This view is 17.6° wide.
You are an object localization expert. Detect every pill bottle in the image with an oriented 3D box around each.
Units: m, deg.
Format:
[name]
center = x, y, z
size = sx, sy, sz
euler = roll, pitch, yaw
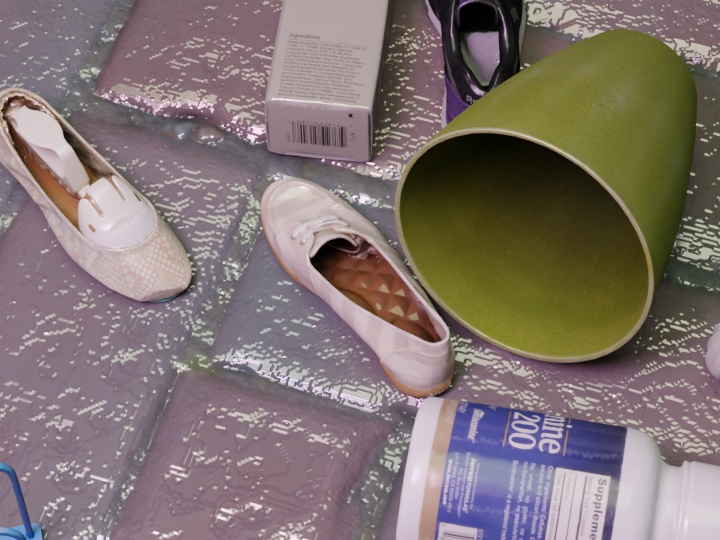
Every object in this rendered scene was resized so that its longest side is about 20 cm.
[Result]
[pill bottle]
center = 0.128, 0.148, 1.464
size = 0.199, 0.111, 0.112
euler = 9, 59, 6

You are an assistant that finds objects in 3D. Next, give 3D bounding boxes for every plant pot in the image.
[plant pot]
center = 0.149, -0.072, 1.580
size = 0.186, 0.188, 0.200
euler = 24, 46, 15

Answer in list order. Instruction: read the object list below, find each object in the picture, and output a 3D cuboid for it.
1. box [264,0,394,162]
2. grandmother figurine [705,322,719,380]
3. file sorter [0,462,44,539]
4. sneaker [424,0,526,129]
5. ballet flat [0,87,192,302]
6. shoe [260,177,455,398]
[box]
center = -0.018, -0.181, 1.696
size = 0.082, 0.069, 0.201
euler = 7, 58, 5
[grandmother figurine]
center = 0.305, 0.101, 1.527
size = 0.121, 0.061, 0.200
euler = -19, 53, -43
[file sorter]
center = -0.255, 0.234, 1.412
size = 0.138, 0.123, 0.201
euler = -10, 58, -6
[sneaker]
center = 0.089, -0.187, 1.687
size = 0.075, 0.088, 0.201
euler = -5, 58, -2
[ballet flat]
center = -0.196, -0.054, 1.624
size = 0.067, 0.062, 0.200
euler = -40, 66, -21
[shoe]
center = 0.000, 0.000, 1.592
size = 0.070, 0.054, 0.200
euler = -33, 63, -18
